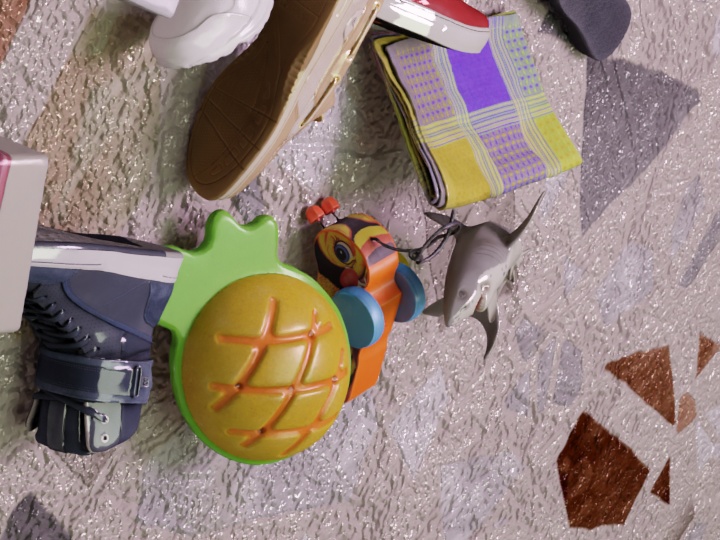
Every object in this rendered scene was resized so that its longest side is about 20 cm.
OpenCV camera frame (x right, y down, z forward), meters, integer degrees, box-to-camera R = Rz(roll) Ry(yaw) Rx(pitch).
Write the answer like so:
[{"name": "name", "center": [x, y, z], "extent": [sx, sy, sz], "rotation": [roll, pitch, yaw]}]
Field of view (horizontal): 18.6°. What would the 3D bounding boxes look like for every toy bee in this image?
[{"name": "toy bee", "center": [0.000, 0.000, 1.666], "extent": [0.200, 0.109, 0.131], "rotation": [-54, 160, 24]}]

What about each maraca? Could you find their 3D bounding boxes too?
[{"name": "maraca", "center": [-0.079, 0.050, 1.564], "extent": [0.137, 0.107, 0.201], "rotation": [-37, 121, -17]}]

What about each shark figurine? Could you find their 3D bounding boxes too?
[{"name": "shark figurine", "center": [0.085, -0.013, 1.720], "extent": [0.129, 0.089, 0.214], "rotation": [-63, 172, -4]}]

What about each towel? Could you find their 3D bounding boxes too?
[{"name": "towel", "center": [0.090, -0.127, 1.702], "extent": [0.200, 0.023, 0.144], "rotation": [-16, 82, -50]}]

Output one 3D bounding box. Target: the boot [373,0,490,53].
[{"name": "boot", "center": [0.040, -0.244, 1.591], "extent": [0.200, 0.072, 0.145], "rotation": [18, 91, -47]}]

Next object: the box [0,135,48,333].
[{"name": "box", "center": [-0.290, -0.028, 1.206], "extent": [0.200, 0.127, 0.110], "rotation": [-5, 111, -54]}]

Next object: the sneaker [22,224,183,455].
[{"name": "sneaker", "center": [-0.197, 0.046, 1.419], "extent": [0.202, 0.077, 0.147], "rotation": [11, 96, -57]}]

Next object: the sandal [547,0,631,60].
[{"name": "sandal", "center": [0.177, -0.239, 1.824], "extent": [0.076, 0.043, 0.200], "rotation": [-51, 152, -13]}]

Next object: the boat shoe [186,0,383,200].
[{"name": "boat shoe", "center": [-0.045, -0.129, 1.503], "extent": [0.069, 0.074, 0.200], "rotation": [11, 120, -49]}]

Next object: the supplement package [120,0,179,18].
[{"name": "supplement package", "center": [-0.184, -0.225, 1.181], "extent": [0.109, 0.199, 0.114], "rotation": [20, 93, -55]}]

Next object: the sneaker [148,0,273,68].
[{"name": "sneaker", "center": [-0.092, -0.223, 1.436], "extent": [0.099, 0.078, 0.201], "rotation": [54, 54, -44]}]
